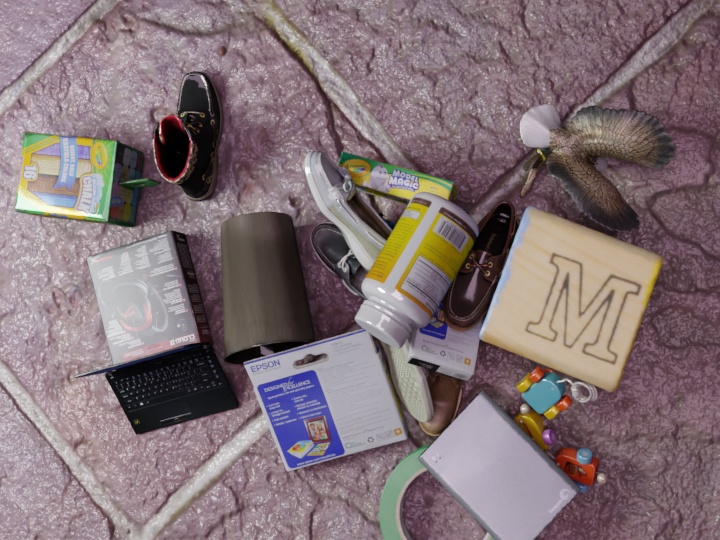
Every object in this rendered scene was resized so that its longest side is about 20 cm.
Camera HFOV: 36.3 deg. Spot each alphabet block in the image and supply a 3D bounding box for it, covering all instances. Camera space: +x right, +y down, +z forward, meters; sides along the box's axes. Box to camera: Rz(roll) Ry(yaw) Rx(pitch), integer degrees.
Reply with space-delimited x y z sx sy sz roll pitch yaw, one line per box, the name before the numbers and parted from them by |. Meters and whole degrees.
alphabet block | 0.294 0.040 1.553 0.197 0.195 0.199 21 92 10

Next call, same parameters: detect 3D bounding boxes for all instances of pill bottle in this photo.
pill bottle | 0.074 0.001 1.515 0.108 0.109 0.202 30 79 8

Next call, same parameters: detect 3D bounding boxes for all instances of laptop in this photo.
laptop | -0.297 0.179 1.627 0.174 0.104 0.202 -15 122 7

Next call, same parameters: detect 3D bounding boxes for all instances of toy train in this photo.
toy train | 0.295 0.220 1.591 0.148 0.056 0.203 13 126 27

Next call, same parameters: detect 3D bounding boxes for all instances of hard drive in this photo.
hard drive | 0.200 0.294 1.586 0.200 0.033 0.140 45 90 7

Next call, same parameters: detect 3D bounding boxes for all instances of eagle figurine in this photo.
eagle figurine | 0.332 -0.161 1.579 0.149 0.199 0.154 -23 123 -30

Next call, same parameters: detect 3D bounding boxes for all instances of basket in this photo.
basket | -0.146 0.025 1.642 0.134 0.180 0.204 -2 76 -24

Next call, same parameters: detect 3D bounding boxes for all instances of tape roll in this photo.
tape roll | 0.127 0.360 1.633 0.197 0.048 0.204 0 87 8

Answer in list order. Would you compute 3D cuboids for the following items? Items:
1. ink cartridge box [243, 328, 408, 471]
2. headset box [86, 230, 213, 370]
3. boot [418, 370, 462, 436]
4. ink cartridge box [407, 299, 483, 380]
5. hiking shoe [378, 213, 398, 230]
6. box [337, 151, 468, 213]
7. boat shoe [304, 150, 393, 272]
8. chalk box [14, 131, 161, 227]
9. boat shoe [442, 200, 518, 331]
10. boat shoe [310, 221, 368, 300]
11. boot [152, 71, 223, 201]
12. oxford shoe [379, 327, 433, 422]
ink cartridge box | -0.049 0.186 1.626 0.194 0.047 0.203 -15 112 8
headset box | -0.323 0.057 1.697 0.146 0.075 0.203 -17 85 7
boot | 0.122 0.148 1.631 0.072 0.075 0.204 11 91 6
ink cartridge box | 0.131 0.051 1.579 0.093 0.037 0.203 16 65 -7
hiking shoe | 0.081 -0.042 1.652 0.199 0.074 0.087 37 87 -2
box | 0.068 -0.124 1.629 0.197 0.117 0.049 18 91 8
boat shoe | -0.009 -0.090 1.561 0.064 0.075 0.203 -26 108 24
chalk box | -0.411 -0.135 1.694 0.196 0.124 0.126 8 88 10
boat shoe | 0.170 -0.011 1.558 0.069 0.071 0.202 20 62 9
boat shoe | 0.000 0.000 1.661 0.074 0.060 0.200 -44 83 4
boot | -0.263 -0.213 1.662 0.072 0.151 0.204 2 88 8
oxford shoe | 0.073 0.125 1.604 0.057 0.075 0.203 -27 102 -35
